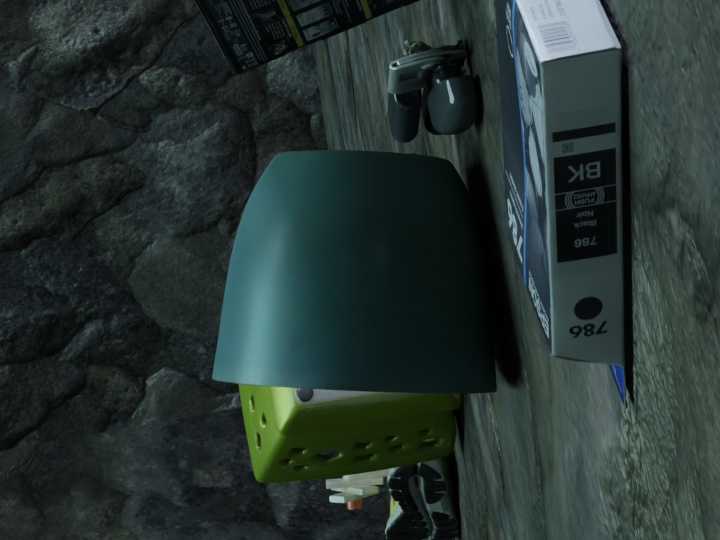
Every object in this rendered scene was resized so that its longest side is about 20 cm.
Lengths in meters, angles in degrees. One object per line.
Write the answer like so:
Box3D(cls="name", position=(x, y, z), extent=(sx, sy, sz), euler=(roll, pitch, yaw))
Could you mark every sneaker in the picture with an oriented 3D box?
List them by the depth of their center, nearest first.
Box3D(cls="sneaker", position=(0.065, 0.222, 2.055), extent=(0.201, 0.078, 0.091), euler=(91, 180, -54))

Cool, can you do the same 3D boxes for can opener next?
Box3D(cls="can opener", position=(0.045, -0.116, 1.348), extent=(0.200, 0.052, 0.067), euler=(108, 151, -85))

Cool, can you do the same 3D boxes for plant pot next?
Box3D(cls="plant pot", position=(0.000, 0.000, 1.364), extent=(0.201, 0.199, 0.162), euler=(163, 110, -87))
Box3D(cls="plant pot", position=(-0.011, 0.072, 1.803), extent=(0.182, 0.198, 0.201), euler=(109, 152, -71))

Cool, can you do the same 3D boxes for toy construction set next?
Box3D(cls="toy construction set", position=(0.025, 0.158, 2.094), extent=(0.131, 0.092, 0.201), euler=(-12, -68, -69))

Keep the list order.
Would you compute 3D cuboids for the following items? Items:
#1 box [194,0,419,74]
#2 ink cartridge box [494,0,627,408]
Box3D(cls="box", position=(-0.032, -0.204, 1.222), extent=(0.200, 0.160, 0.049), euler=(60, -170, -72))
Box3D(cls="ink cartridge box", position=(0.089, -0.039, 0.869), extent=(0.100, 0.039, 0.201), euler=(-104, 5, -51))
